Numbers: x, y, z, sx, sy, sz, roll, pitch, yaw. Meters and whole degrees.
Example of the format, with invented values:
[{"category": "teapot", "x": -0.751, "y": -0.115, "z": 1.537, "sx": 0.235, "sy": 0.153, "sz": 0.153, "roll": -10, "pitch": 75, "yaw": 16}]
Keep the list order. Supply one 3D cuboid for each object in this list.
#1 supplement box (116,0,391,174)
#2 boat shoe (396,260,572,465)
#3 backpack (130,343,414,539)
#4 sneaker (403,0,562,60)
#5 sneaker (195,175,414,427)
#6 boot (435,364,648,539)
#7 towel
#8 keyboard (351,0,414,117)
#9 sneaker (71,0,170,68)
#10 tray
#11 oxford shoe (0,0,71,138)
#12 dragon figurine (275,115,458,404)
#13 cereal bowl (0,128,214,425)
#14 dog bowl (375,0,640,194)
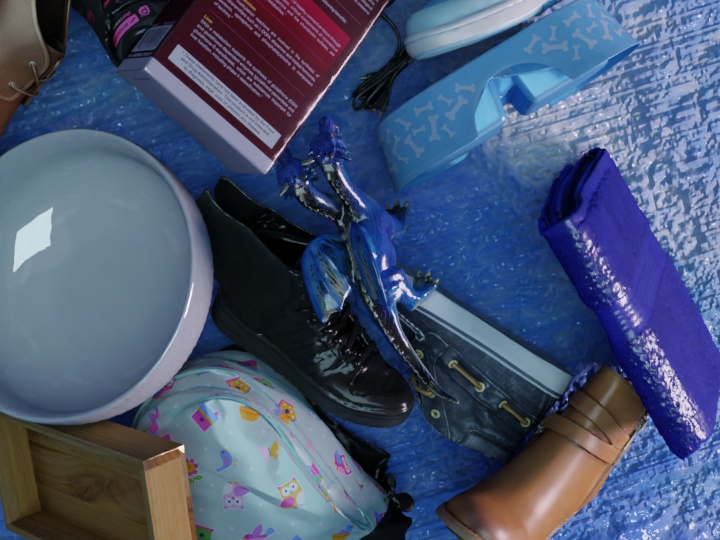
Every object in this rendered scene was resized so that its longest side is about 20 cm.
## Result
[{"category": "supplement box", "x": -0.055, "y": -0.174, "z": 0.838, "sx": 0.109, "sy": 0.061, "sz": 0.200, "roll": 41, "pitch": 77, "yaw": -26}, {"category": "boat shoe", "x": 0.055, "y": 0.064, "z": 0.941, "sx": 0.200, "sy": 0.071, "sz": 0.091, "roll": 33, "pitch": 95, "yaw": -11}, {"category": "backpack", "x": -0.074, "y": 0.151, "z": 0.916, "sx": 0.167, "sy": 0.127, "sz": 0.200, "roll": -35, "pitch": 98, "yaw": 4}, {"category": "sneaker", "x": 0.091, "y": -0.235, "z": 0.879, "sx": 0.200, "sy": 0.079, "sz": 0.131, "roll": -31, "pitch": 101, "yaw": -23}, {"category": "sneaker", "x": -0.037, "y": 0.024, "z": 0.901, "sx": 0.199, "sy": 0.060, "sz": 0.104, "roll": 31, "pitch": 126, "yaw": 8}, {"category": "boot", "x": 0.141, "y": 0.139, "z": 0.908, "sx": 0.077, "sy": 0.200, "sz": 0.155, "roll": 43, "pitch": 101, "yaw": 26}, {"category": "towel", "x": 0.194, "y": 0.022, "z": 0.921, "sx": 0.049, "sy": 0.148, "sz": 0.200, "roll": -26, "pitch": 103, "yaw": 29}, {"category": "keyboard", "x": 0.007, "y": -0.194, "z": 0.917, "sx": 0.127, "sy": 0.021, "sz": 0.200, "roll": 43, "pitch": 94, "yaw": -11}, {"category": "sneaker", "x": -0.155, "y": -0.181, "z": 0.868, "sx": 0.077, "sy": 0.084, "sz": 0.200, "roll": -44, "pitch": 102, "yaw": 2}, {"category": "tray", "x": -0.186, "y": 0.151, "z": 0.875, "sx": 0.037, "sy": 0.200, "sz": 0.099, "roll": -19, "pitch": 109, "yaw": -41}, {"category": "oxford shoe", "x": -0.233, "y": -0.131, "z": 0.829, "sx": 0.071, "sy": 0.071, "sz": 0.201, "roll": 24, "pitch": 106, "yaw": 12}, {"category": "dragon figurine", "x": 0.000, "y": 0.000, "z": 0.844, "sx": 0.059, "sy": 0.099, "sz": 0.201, "roll": -20, "pitch": 78, "yaw": 31}, {"category": "cereal bowl", "x": -0.189, "y": 0.010, "z": 0.881, "sx": 0.199, "sy": 0.083, "sz": 0.201, "roll": -4, "pitch": 76, "yaw": 15}, {"category": "dog bowl", "x": 0.098, "y": -0.126, "z": 0.897, "sx": 0.200, "sy": 0.111, "sz": 0.050, "roll": -31, "pitch": 88, "yaw": 0}]
